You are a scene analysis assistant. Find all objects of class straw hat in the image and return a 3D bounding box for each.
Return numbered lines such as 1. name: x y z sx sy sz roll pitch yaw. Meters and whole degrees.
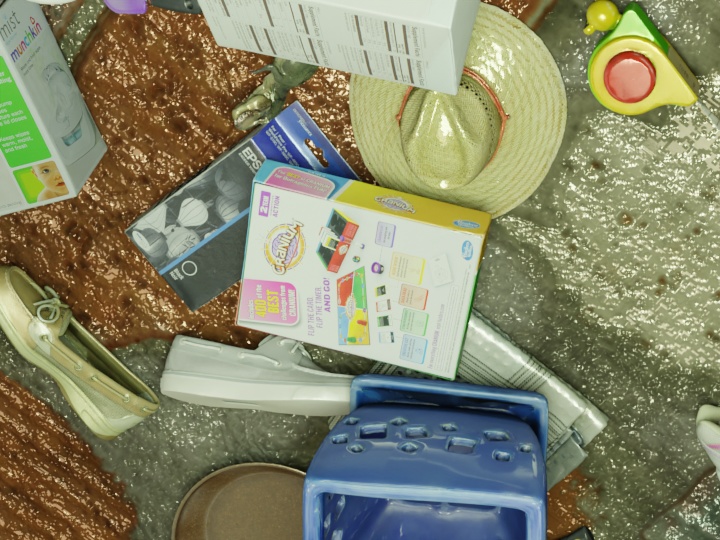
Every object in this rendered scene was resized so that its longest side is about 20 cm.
1. straw hat: 0.073 -0.116 1.464 0.201 0.085 0.201 5 115 12

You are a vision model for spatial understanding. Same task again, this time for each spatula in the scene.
1. spatula: -0.172 -0.227 1.444 0.021 0.200 0.057 -21 114 -22

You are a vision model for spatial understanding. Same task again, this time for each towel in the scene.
1. towel: 0.096 0.139 1.602 0.200 0.035 0.193 38 117 -5

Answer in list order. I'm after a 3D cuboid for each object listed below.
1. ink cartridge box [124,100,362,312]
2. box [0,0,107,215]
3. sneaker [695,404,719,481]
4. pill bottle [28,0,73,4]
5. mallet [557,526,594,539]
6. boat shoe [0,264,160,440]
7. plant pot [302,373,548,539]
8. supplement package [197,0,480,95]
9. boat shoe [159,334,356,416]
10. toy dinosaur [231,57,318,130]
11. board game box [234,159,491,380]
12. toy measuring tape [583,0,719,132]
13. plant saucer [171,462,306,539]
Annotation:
1. ink cartridge box: -0.104 -0.054 1.563 0.200 0.039 0.099 -35 101 24
2. box: -0.353 -0.139 1.544 0.200 0.097 0.177 -12 120 19
3. sneaker: 0.364 0.113 1.499 0.200 0.081 0.088 -40 101 25
4. pill bottle: -0.215 -0.288 1.394 0.116 0.200 0.116 5 115 12
5. mallet: 0.133 0.297 1.665 0.200 0.041 0.066 -22 106 17
6. boat shoe: -0.268 0.067 1.641 0.063 0.073 0.201 -31 106 17
7. plant pot: 0.064 0.204 1.513 0.200 0.180 0.200 5 125 9
8. supplement package: -0.007 -0.246 1.358 0.200 0.151 0.152 13 78 8
9. boat shoe: -0.082 0.091 1.609 0.200 0.072 0.069 2 75 20
10. toy dinosaur: -0.050 -0.207 1.481 0.088 0.047 0.200 44 111 -12
11. board game box: 0.000 0.000 1.514 0.200 0.040 0.153 14 124 6
12. toy measuring tape: 0.240 -0.132 1.427 0.074 0.074 0.200 -35 101 25
13. plant saucer: -0.081 0.264 1.700 0.200 0.037 0.201 6 115 12
